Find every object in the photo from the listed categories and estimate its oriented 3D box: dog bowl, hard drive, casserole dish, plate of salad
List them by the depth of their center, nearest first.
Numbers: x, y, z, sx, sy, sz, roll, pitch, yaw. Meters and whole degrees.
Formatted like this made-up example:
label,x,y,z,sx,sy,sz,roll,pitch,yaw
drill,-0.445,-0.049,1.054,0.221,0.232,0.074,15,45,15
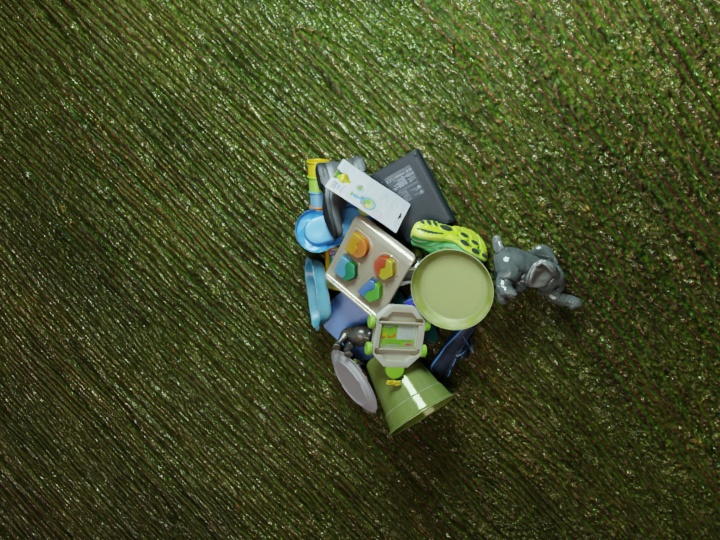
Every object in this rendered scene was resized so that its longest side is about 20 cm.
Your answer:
label,x,y,z,sx,sy,sz,roll,pitch,yaw
hard drive,0.130,-0.181,1.641,0.139,0.033,0.200,-26,96,25
dog bowl,-0.068,-0.111,1.680,0.200,0.050,0.112,-18,85,-7
casserole dish,-0.112,0.060,1.750,0.039,0.121,0.200,-5,77,-15
plate of salad,-0.011,0.295,1.791,0.200,0.048,0.200,44,153,30

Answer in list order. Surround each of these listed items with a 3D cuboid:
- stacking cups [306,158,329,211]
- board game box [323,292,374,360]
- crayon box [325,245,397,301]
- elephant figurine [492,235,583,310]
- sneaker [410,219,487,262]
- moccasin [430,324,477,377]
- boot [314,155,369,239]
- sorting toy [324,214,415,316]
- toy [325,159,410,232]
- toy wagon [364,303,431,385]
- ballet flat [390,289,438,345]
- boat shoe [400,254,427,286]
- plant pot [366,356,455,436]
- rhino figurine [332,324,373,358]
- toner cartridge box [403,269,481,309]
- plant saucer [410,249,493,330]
label,x,y,z,sx,sy,sz,roll,pitch,yaw
stacking cups,-0.112,-0.188,1.718,0.060,0.061,0.200,9,112,18
board game box,0.003,0.140,1.786,0.200,0.039,0.158,42,109,1
crayon box,0.000,0.000,1.696,0.200,0.058,0.119,12,108,37
elephant figurine,0.419,0.007,1.555,0.200,0.155,0.142,-4,61,11
sneaker,0.217,-0.066,1.620,0.200,0.074,0.084,19,143,-5
moccasin,0.253,0.197,1.697,0.068,0.080,0.200,33,129,4
boot,-0.031,-0.184,1.636,0.131,0.070,0.200,-10,91,-14
sorting toy,0.016,-0.007,1.612,0.185,0.036,0.200,39,118,17
toy,0.013,-0.172,1.595,0.200,0.115,0.047,35,139,-8
toy wagon,0.088,0.183,1.623,0.155,0.040,0.200,4,101,-15
ballet flat,0.123,0.121,1.729,0.200,0.067,0.064,48,143,2
boat shoe,0.151,-0.004,1.666,0.201,0.072,0.060,-9,108,26
plant pot,0.111,0.297,1.716,0.200,0.200,0.190,-42,70,26
rhino figurine,0.030,0.169,1.717,0.200,0.087,0.060,-13,116,19
toner cartridge box,0.211,0.045,1.646,0.200,0.095,0.043,-27,96,25
plant saucer,0.220,0.043,1.574,0.200,0.031,0.200,6,107,20
